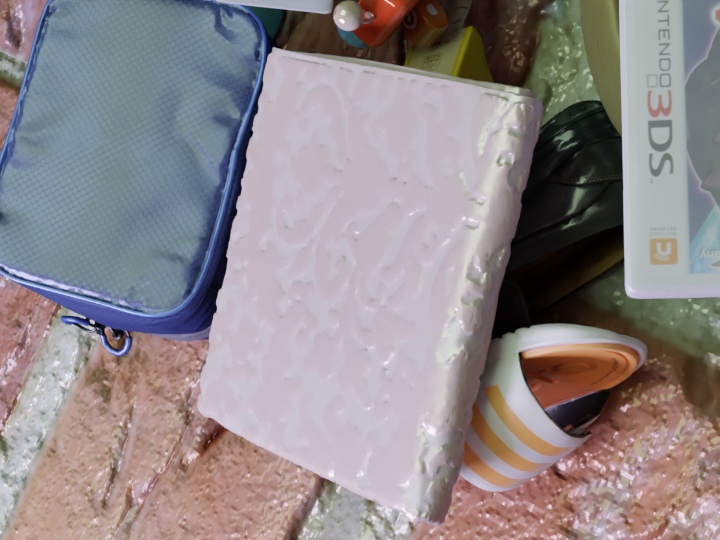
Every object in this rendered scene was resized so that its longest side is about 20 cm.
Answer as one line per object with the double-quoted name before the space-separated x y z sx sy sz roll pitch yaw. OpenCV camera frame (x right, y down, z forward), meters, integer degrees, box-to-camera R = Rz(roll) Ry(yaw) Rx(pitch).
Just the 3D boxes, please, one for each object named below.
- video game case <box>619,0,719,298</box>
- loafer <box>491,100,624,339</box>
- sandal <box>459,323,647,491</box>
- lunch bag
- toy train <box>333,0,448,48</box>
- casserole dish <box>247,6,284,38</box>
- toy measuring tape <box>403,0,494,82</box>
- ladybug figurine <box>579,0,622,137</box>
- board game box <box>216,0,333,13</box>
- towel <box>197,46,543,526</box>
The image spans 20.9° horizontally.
"video game case" 0.210 -0.082 0.826 0.199 0.023 0.183 -2 82 10
"loafer" 0.068 0.007 0.956 0.200 0.073 0.072 -46 57 20
"sandal" 0.056 0.082 0.941 0.206 0.079 0.059 -27 59 40
"lunch bag" -0.113 -0.051 1.078 0.135 0.132 0.201 17 88 13
"toy train" 0.071 -0.182 0.960 0.056 0.150 0.200 42 137 -1
"casserole dish" -0.128 -0.134 1.184 0.200 0.039 0.121 -46 52 19
"toy measuring tape" 0.057 -0.095 1.017 0.073 0.074 0.200 -11 47 37
"ladybug figurine" 0.172 -0.124 0.910 0.135 0.072 0.201 -15 66 34
"board game box" -0.039 -0.245 0.988 0.148 0.064 0.201 -114 30 -70
"towel" 0.000 0.000 0.940 0.191 0.032 0.201 18 98 50
